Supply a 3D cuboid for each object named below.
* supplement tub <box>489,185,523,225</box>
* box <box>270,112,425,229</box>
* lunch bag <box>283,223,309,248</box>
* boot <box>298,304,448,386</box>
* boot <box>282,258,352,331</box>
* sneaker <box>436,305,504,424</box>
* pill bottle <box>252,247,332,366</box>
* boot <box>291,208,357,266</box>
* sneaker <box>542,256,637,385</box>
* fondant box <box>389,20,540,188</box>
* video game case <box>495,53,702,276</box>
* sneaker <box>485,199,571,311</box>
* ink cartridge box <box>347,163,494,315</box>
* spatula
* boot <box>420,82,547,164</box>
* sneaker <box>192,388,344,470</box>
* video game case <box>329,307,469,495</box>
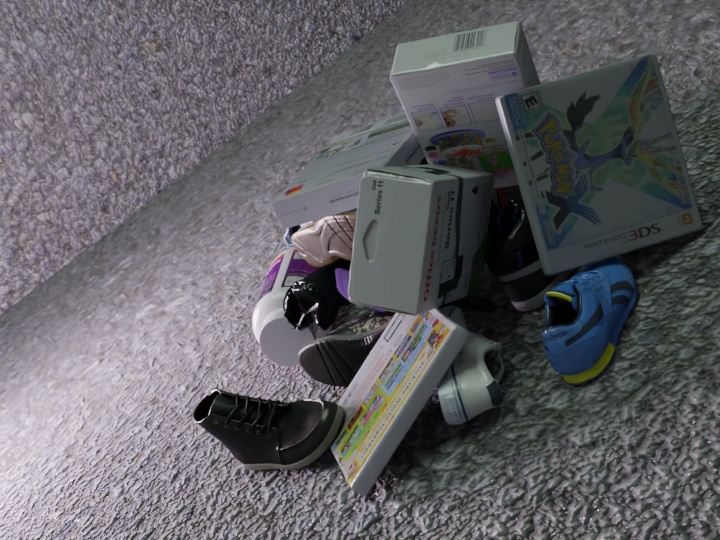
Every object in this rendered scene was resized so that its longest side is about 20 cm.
[{"bbox_3d":[0.146,-0.110,1.443,0.200,0.123,0.123,-14,25,15],"label":"supplement tub"},{"bbox_3d":[0.002,-0.129,1.287,0.156,0.041,0.200,-14,22,30],"label":"box"},{"bbox_3d":[-0.010,-0.100,1.734,0.200,0.127,0.170,-4,37,39],"label":"lunch bag"},{"bbox_3d":[0.031,0.068,1.355,0.204,0.074,0.154,-19,21,33],"label":"boot"},{"bbox_3d":[0.000,0.000,1.376,0.168,0.076,0.200,-37,1,-42],"label":"boot"},{"bbox_3d":[0.120,0.099,1.156,0.071,0.073,0.200,-13,28,8],"label":"sneaker"},{"bbox_3d":[-0.091,0.053,1.520,0.112,0.112,0.200,-28,20,18],"label":"pill bottle"},{"bbox_3d":[0.016,-0.078,1.305,0.155,0.072,0.200,-43,16,-27],"label":"boot"},{"bbox_3d":[0.234,0.029,1.102,0.066,0.078,0.200,-22,21,37],"label":"sneaker"},{"bbox_3d":[0.136,-0.180,1.219,0.144,0.200,0.058,-6,49,22],"label":"fondant box"},{"bbox_3d":[0.258,-0.114,1.145,0.182,0.200,0.022,-17,2,-7],"label":"video game case"},{"bbox_3d":[0.221,-0.055,1.264,0.073,0.112,0.200,-11,31,48],"label":"sneaker"},{"bbox_3d":[0.071,-0.039,1.168,0.083,0.147,0.200,11,12,24],"label":"ink cartridge box"},{"bbox_3d":[0.067,0.031,1.266,0.200,0.021,0.057,7,38,-10],"label":"spatula"},{"bbox_3d":[0.156,-0.140,1.344,0.200,0.066,0.165,-15,57,10],"label":"boot"},{"bbox_3d":[-0.113,0.178,1.240,0.200,0.106,0.075,-26,34,44],"label":"sneaker"},{"bbox_3d":[0.033,0.126,1.161,0.200,0.023,0.182,-57,16,3],"label":"video game case"}]
